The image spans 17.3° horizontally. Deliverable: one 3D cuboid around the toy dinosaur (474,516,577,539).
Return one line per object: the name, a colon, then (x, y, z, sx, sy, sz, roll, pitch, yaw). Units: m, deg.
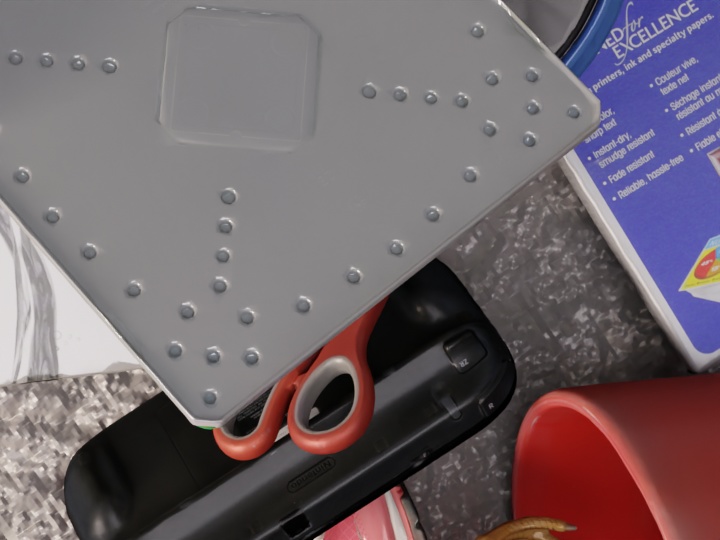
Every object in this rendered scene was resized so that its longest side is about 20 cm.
toy dinosaur: (0.047, 0.145, 0.972, 0.200, 0.106, 0.060, 37, 128, 3)

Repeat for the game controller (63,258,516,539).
game controller: (-0.033, 0.068, 1.017, 0.200, 0.104, 0.042, -32, 133, -3)

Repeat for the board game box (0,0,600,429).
board game box: (-0.046, -0.067, 0.894, 0.200, 0.026, 0.200, -38, 75, -18)

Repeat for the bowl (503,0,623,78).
bowl: (0.017, -0.146, 0.999, 0.200, 0.039, 0.201, 0, 93, 1)

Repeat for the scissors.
scissors: (0.000, 0.000, 1.021, 0.014, 0.073, 0.200, 56, 49, -43)

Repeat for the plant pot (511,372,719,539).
plant pot: (0.184, 0.127, 1.018, 0.177, 0.200, 0.201, -14, 101, -16)

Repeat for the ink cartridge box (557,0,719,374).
ink cartridge box: (0.177, -0.089, 1.046, 0.197, 0.047, 0.200, -31, 90, -2)

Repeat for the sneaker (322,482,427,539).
sneaker: (-0.009, 0.168, 1.044, 0.087, 0.074, 0.201, -8, 99, -5)

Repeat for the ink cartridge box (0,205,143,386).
ink cartridge box: (-0.124, -0.007, 0.961, 0.200, 0.147, 0.083, -7, 99, -9)
